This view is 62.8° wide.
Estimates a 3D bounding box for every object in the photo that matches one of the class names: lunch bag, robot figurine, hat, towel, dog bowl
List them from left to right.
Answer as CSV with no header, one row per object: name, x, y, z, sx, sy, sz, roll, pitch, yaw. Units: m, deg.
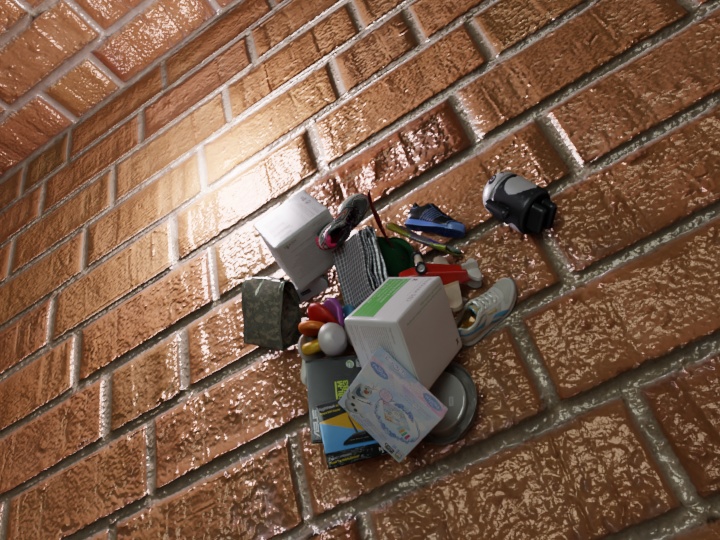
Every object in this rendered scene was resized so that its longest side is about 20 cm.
lunch bag,-0.261,0.115,1.729,0.160,0.117,0.207,4,101,33
towel,0.000,0.000,1.621,0.165,0.083,0.206,-39,62,56
hat,0.043,-0.069,1.648,0.164,0.176,0.202,-37,50,4
towel,0.172,-0.084,1.593,0.197,0.142,0.023,26,97,31
dog bowl,0.192,0.319,1.411,0.195,0.059,0.205,-15,57,24
robot figurine,0.406,-0.175,1.516,0.199,0.149,0.126,40,100,40

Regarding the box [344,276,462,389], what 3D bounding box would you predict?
box,0.104,0.150,1.384,0.168,0.205,0.198,-1,28,42

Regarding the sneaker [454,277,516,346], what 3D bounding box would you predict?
sneaker,0.308,0.095,1.453,0.201,0.081,0.076,-48,48,-2

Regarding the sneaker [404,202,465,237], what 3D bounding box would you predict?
sneaker,0.214,-0.147,1.659,0.196,0.070,0.080,14,76,37

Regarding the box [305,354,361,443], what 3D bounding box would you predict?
box,-0.040,0.320,1.487,0.187,0.048,0.206,-4,71,-5

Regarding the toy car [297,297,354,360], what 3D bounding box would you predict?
toy car,-0.079,0.151,1.570,0.174,0.196,0.154,-27,78,50

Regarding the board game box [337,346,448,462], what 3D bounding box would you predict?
board game box,0.067,0.302,1.318,0.199,0.043,0.201,42,131,10

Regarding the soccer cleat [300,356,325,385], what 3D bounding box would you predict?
soccer cleat,-0.137,0.231,1.668,0.076,0.069,0.205,-11,54,38

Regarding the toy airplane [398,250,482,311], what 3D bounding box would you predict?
toy airplane,0.218,0.034,1.518,0.196,0.198,0.145,25,122,33

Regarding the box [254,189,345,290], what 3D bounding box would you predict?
box,-0.173,-0.094,1.757,0.198,0.174,0.199,-36,35,-11

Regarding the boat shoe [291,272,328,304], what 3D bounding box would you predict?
boat shoe,-0.182,0.049,1.797,0.197,0.072,0.067,-28,32,24

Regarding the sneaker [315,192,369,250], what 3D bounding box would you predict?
sneaker,-0.038,-0.132,1.649,0.201,0.081,0.074,-52,23,-15

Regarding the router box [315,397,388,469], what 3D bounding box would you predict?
router box,0.001,0.376,1.417,0.194,0.051,0.153,-13,73,-6
